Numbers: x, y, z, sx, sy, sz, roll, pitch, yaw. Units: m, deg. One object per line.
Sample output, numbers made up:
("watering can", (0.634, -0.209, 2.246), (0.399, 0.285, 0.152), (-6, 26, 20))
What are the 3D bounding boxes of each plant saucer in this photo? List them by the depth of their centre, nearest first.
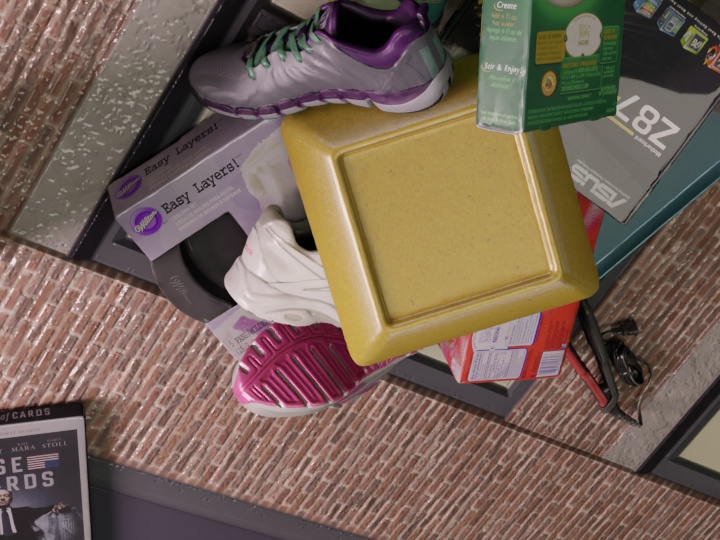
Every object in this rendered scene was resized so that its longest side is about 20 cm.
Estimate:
("plant saucer", (0.062, -0.043, 0.936), (0.198, 0.048, 0.202), (-17, 102, 1))
("plant saucer", (0.258, -0.069, 1.141), (0.200, 0.019, 0.070), (-42, 126, 12))

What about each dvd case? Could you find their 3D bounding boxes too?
("dvd case", (-0.315, 0.207, 1.142), (0.149, 0.025, 0.202), (-6, 126, -15))

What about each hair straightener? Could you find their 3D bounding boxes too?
("hair straightener", (0.242, 0.085, 1.229), (0.077, 0.041, 0.200), (-32, 128, 6))

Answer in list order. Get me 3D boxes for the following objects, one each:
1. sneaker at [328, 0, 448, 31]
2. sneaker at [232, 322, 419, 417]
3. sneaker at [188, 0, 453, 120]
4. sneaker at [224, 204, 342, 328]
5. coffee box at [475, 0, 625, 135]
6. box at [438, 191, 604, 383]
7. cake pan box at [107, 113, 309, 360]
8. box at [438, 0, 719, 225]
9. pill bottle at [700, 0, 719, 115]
("sneaker", (-0.013, -0.235, 0.913), (0.199, 0.077, 0.080), (29, 91, -36))
("sneaker", (-0.031, 0.083, 1.076), (0.199, 0.082, 0.088), (-15, 157, -43))
("sneaker", (-0.036, -0.160, 0.904), (0.198, 0.075, 0.088), (-1, 147, 17))
("sneaker", (0.000, 0.000, 1.007), (0.198, 0.078, 0.100), (11, 117, -26))
("coffee box", (0.133, -0.199, 0.864), (0.122, 0.044, 0.202), (-16, 113, -46))
("box", (0.129, -0.012, 1.088), (0.099, 0.096, 0.202), (-3, 124, -17))
("cake pan box", (-0.076, -0.042, 1.029), (0.199, 0.052, 0.185), (-31, 126, 5))
("box", (0.165, -0.157, 0.964), (0.199, 0.049, 0.162), (36, 100, -8))
("pill bottle", (0.377, -0.186, 1.036), (0.198, 0.116, 0.117), (-10, 127, -11))
